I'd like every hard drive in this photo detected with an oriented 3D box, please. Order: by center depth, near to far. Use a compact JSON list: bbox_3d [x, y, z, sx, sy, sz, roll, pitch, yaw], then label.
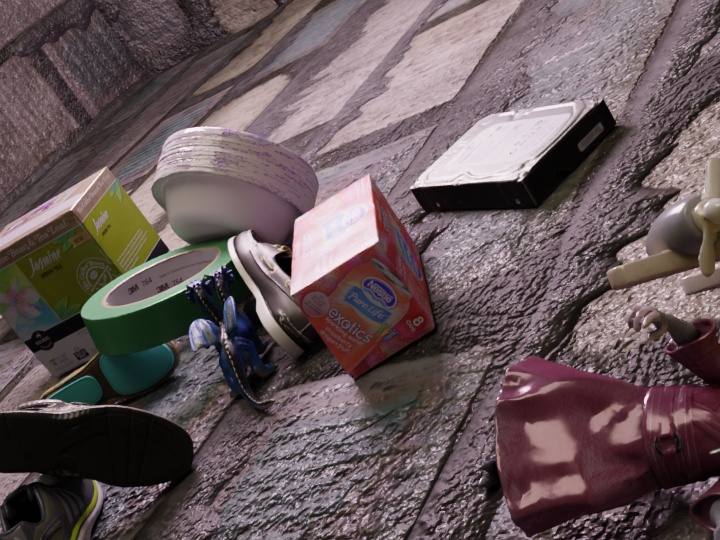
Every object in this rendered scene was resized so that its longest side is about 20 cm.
[{"bbox_3d":[0.155,-0.120,1.192,0.140,0.038,0.199,-43,21,-22],"label":"hard drive"}]

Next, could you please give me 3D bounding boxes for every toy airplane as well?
[{"bbox_3d":[0.265,-0.034,0.665,0.198,0.142,0.200,-6,15,34],"label":"toy airplane"}]

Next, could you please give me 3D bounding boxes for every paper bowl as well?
[{"bbox_3d":[-0.157,-0.083,1.384,0.200,0.200,0.105,-11,60,48],"label":"paper bowl"}]

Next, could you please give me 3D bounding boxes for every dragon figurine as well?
[{"bbox_3d":[-0.134,0.068,1.132,0.059,0.100,0.200,-32,26,7],"label":"dragon figurine"}]

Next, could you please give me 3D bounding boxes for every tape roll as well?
[{"bbox_3d":[-0.218,0.027,1.294,0.199,0.049,0.201,-21,18,7],"label":"tape roll"}]

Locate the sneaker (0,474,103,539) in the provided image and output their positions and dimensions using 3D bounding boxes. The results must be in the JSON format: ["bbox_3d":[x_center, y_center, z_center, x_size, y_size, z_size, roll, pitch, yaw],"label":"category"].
[{"bbox_3d":[-0.294,0.225,1.067,0.074,0.081,0.200,-35,20,-1],"label":"sneaker"}]

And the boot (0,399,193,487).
[{"bbox_3d":[-0.263,0.160,1.102,0.201,0.074,0.154,4,-2,-8],"label":"boot"}]

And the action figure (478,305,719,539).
[{"bbox_3d":[0.172,0.100,0.632,0.198,0.149,0.135,-7,70,24],"label":"action figure"}]

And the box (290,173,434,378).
[{"bbox_3d":[0.000,0.000,1.077,0.094,0.103,0.200,-31,19,10],"label":"box"}]

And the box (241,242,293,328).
[{"bbox_3d":[-0.062,-0.003,1.283,0.199,0.033,0.121,-28,21,21],"label":"box"}]

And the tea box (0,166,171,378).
[{"bbox_3d":[-0.378,0.004,1.528,0.199,0.197,0.134,-26,22,24],"label":"tea box"}]

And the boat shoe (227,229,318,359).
[{"bbox_3d":[-0.083,0.012,1.180,0.060,0.072,0.202,-41,40,6],"label":"boat shoe"}]

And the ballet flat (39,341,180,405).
[{"bbox_3d":[-0.289,0.123,1.322,0.199,0.071,0.071,-29,21,16],"label":"ballet flat"}]
